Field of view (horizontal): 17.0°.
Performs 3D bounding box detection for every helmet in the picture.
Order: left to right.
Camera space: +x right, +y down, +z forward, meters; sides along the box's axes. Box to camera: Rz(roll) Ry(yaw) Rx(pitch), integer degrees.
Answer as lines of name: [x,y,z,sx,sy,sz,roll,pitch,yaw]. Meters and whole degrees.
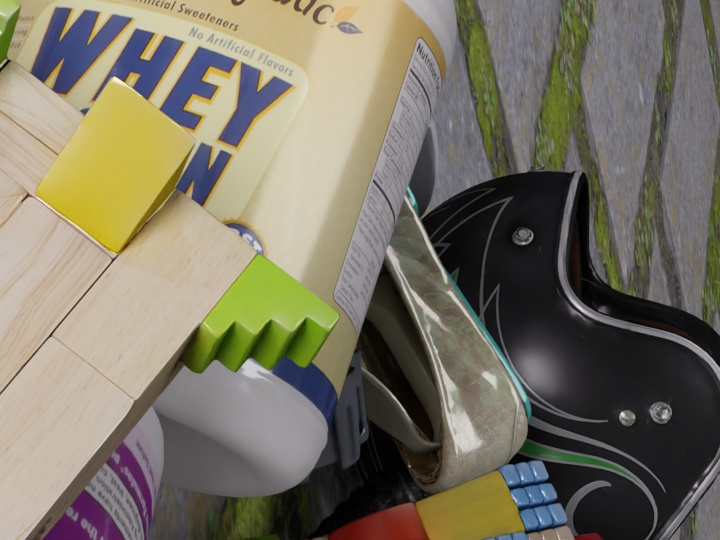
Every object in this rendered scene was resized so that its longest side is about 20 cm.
helmet: [0.086,0.057,1.192,0.200,0.190,0.200,-54,175,-7]

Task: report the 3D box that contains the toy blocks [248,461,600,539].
toy blocks: [0.025,0.124,0.929,0.200,0.137,0.100,-3,65,-49]

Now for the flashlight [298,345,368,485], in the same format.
flashlight: [-0.042,-0.019,0.887,0.068,0.067,0.201,-60,147,-68]

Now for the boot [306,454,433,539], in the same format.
boot: [0.017,0.190,1.089,0.158,0.211,0.079,46,-11,-11]

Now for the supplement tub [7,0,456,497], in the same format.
supplement tub: [-0.053,-0.045,0.743,0.144,0.144,0.201,52,52,-62]

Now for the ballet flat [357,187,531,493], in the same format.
ballet flat: [0.000,0.000,0.981,0.062,0.067,0.200,-32,89,-31]

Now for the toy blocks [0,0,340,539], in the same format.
toy blocks: [-0.127,0.006,0.561,0.137,0.200,0.100,-51,178,-28]

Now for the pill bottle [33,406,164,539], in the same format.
pill bottle: [-0.120,0.110,0.603,0.112,0.112,0.200,69,22,-43]

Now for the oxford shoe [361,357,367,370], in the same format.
oxford shoe: [-0.018,-0.035,1.051,0.075,0.070,0.201,-38,122,-86]

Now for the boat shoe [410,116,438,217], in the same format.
boat shoe: [-0.005,-0.110,1.148,0.057,0.068,0.200,-75,153,-50]
